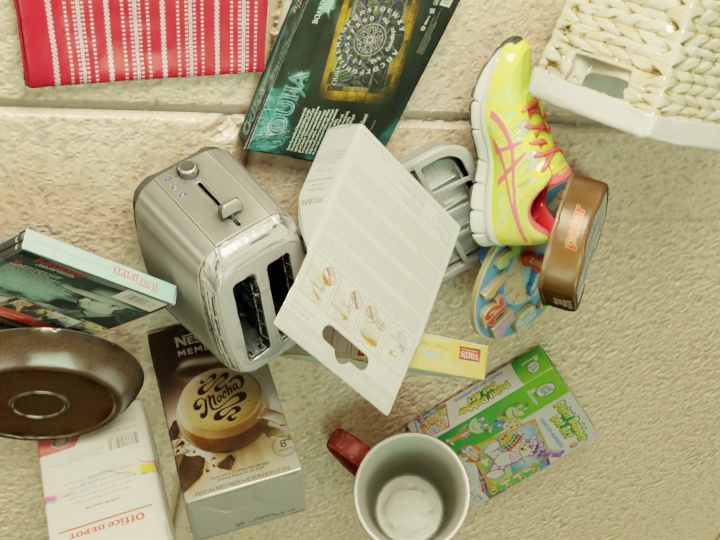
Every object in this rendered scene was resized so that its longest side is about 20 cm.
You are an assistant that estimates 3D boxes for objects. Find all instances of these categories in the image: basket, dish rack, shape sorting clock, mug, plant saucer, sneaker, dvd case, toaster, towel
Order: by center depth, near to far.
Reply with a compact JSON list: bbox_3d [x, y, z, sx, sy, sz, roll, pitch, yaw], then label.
[{"bbox_3d":[-0.165,-0.207,0.806,0.198,0.023,0.145,-7,135,-18],"label":"towel"},{"bbox_3d":[0.266,-0.182,0.906,0.199,0.135,0.124,1,113,-44],"label":"basket"},{"bbox_3d":[-0.275,0.021,0.908,0.145,0.022,0.199,24,151,-38],"label":"dvd case"},{"bbox_3d":[-0.118,0.000,0.933,0.113,0.129,0.201,-30,140,-24],"label":"toaster"},{"bbox_3d":[0.152,-0.113,0.956,0.078,0.090,0.202,-38,132,-48],"label":"sneaker"},{"bbox_3d":[-0.310,0.118,1.013,0.198,0.032,0.201,-5,146,-4],"label":"plant saucer"},{"bbox_3d":[0.034,-0.040,1.042,0.199,0.044,0.172,-29,138,5],"label":"dish rack"},{"bbox_3d":[0.187,-0.010,1.101,0.199,0.039,0.201,-30,143,-26],"label":"shape sorting clock"},{"bbox_3d":[0.052,0.261,1.270,0.133,0.179,0.200,-25,162,-6],"label":"mug"}]

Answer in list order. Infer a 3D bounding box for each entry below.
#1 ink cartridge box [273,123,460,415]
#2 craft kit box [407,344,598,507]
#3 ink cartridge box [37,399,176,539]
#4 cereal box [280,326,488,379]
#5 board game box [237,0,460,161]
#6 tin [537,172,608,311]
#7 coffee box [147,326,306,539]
[{"bbox_3d":[0.000,0.000,0.910,0.047,0.201,0.160,-2,146,44],"label":"ink cartridge box"},{"bbox_3d":[0.188,0.206,1.351,0.197,0.049,0.200,-35,136,7],"label":"craft kit box"},{"bbox_3d":[-0.257,0.242,1.070,0.116,0.201,0.068,-15,136,-9],"label":"ink cartridge box"},{"bbox_3d":[0.013,0.079,1.058,0.143,0.040,0.199,13,171,-33],"label":"cereal box"},{"bbox_3d":[-0.010,-0.180,0.896,0.134,0.028,0.201,7,129,-29],"label":"board game box"},{"bbox_3d":[0.201,-0.023,0.983,0.042,0.113,0.200,13,174,14],"label":"tin"},{"bbox_3d":[-0.135,0.148,1.034,0.112,0.201,0.080,-14,140,-12],"label":"coffee box"}]
